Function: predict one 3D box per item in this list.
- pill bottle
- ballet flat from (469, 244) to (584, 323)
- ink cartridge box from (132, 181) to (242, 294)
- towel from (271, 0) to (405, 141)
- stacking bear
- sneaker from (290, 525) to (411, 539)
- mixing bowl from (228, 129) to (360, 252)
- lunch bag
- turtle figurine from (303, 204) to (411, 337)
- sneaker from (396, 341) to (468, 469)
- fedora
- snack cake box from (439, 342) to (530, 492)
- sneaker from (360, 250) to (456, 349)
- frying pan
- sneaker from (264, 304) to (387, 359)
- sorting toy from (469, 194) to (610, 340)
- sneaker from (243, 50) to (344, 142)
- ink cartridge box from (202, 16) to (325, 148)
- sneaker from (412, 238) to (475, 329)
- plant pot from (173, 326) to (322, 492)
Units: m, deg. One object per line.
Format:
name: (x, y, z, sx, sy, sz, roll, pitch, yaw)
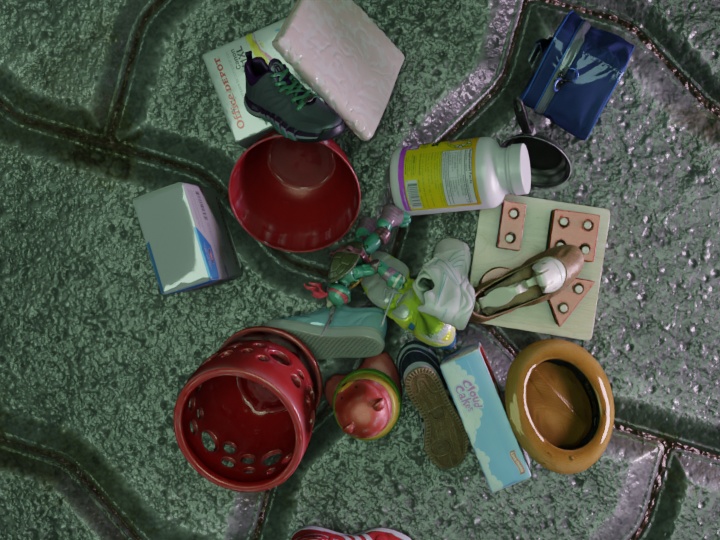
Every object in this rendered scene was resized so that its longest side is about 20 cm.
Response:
pill bottle: (0.149, -0.141, 1.687, 0.196, 0.104, 0.107, -4, 90, 20)
ballet flat: (0.236, 0.021, 1.651, 0.197, 0.072, 0.069, -22, 90, 4)
ink cartridge box: (-0.253, -0.046, 1.695, 0.083, 0.200, 0.147, -18, 89, 8)
towel: (-0.029, -0.318, 1.667, 0.032, 0.193, 0.200, -24, 122, 41)
stacking bear: (0.006, 0.197, 1.676, 0.120, 0.200, 0.115, -31, 88, 4)
sneaker: (-0.015, 0.433, 1.724, 0.196, 0.112, 0.073, 2, 91, 4)
mixing bowl: (-0.093, -0.140, 1.707, 0.196, 0.109, 0.203, 3, 126, 4)
lunch bag: (0.304, -0.286, 1.647, 0.131, 0.200, 0.137, 29, 115, 5)
turtle figurine: (0.000, 0.000, 1.668, 0.148, 0.101, 0.202, -4, 48, 40)
sneaker: (0.109, 0.200, 1.742, 0.069, 0.109, 0.202, -21, 119, 2)
fedora: (0.284, 0.203, 1.699, 0.197, 0.082, 0.205, 5, 78, -24)
snack cake box: (0.187, 0.216, 1.704, 0.066, 0.115, 0.203, -23, 89, 9)
sneaker: (0.074, 0.056, 1.738, 0.076, 0.105, 0.200, -41, 57, -1)
frying pan: (0.240, -0.189, 1.685, 0.190, 0.114, 0.031, 46, 54, -33)
sneaker: (-0.050, 0.086, 1.756, 0.196, 0.075, 0.083, 4, 49, 15)
sorting toy: (0.268, -0.007, 1.720, 0.196, 0.070, 0.203, 9, 91, 4)
sneaker: (-0.103, -0.246, 1.605, 0.198, 0.074, 0.089, 27, 138, 39)
ink cartridge box: (-0.122, -0.293, 1.738, 0.197, 0.083, 0.148, -23, 89, 4)
sneaker: (0.119, 0.006, 1.669, 0.079, 0.201, 0.071, 16, 119, -10)
plant pot: (-0.156, 0.197, 1.682, 0.196, 0.183, 0.204, 4, 110, 11)
